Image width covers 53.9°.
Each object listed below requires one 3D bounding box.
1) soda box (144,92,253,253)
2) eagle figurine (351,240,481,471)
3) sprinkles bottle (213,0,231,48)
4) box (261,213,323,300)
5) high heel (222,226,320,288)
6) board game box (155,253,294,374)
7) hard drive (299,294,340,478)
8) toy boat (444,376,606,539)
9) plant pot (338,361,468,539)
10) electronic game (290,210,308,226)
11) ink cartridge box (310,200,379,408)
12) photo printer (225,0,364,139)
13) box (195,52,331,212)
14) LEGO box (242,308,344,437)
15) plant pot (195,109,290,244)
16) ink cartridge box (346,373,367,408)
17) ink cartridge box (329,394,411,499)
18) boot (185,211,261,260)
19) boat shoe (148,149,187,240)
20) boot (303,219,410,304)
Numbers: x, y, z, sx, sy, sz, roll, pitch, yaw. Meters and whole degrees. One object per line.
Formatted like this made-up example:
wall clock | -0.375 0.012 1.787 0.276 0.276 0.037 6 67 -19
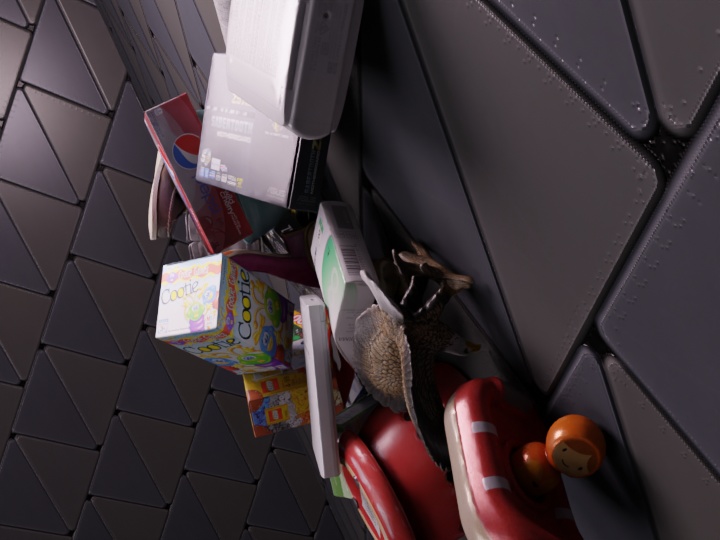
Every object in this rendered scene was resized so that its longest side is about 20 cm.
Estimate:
soda box | -0.218 -0.127 0.953 0.204 0.062 0.070 65 163 -10
eagle figurine | 0.058 0.088 0.743 0.147 0.205 0.151 20 -166 13
sprinkles bottle | -0.149 -0.331 0.880 0.069 0.067 0.203 50 159 37
box | -0.093 -0.006 1.197 0.200 0.043 0.161 47 162 15
high heel | -0.155 0.010 1.056 0.067 0.195 0.099 -160 51 -70
board game box | -0.186 0.069 1.008 0.200 0.102 0.106 42 -137 -57
hard drive | -0.053 0.139 0.895 0.132 0.026 0.207 -159 65 -81
toy boat | 0.160 0.176 0.629 0.129 0.130 0.203 29 -144 -31
plant pot | 0.076 0.245 0.889 0.203 0.179 0.202 57 164 27
electronic game | -0.145 -0.144 1.219 0.202 0.041 0.202 55 163 25
ink cartridge box | -0.035 0.043 0.883 0.163 0.049 0.204 -110 30 -50
photo printer | -0.074 -0.235 0.689 0.200 0.068 0.171 40 123 53
box | -0.115 -0.167 0.833 0.197 0.050 0.162 20 102 42
LEGO box | -0.120 0.158 1.150 0.201 0.145 0.079 -119 20 -56
plant pot | -0.150 -0.160 1.038 0.202 0.132 0.202 54 162 27
ink cartridge box | 0.020 0.155 1.075 0.045 0.092 0.201 58 163 14
ink cartridge box | 0.031 0.240 1.043 0.058 0.198 0.107 -10 97 42
boot | -0.237 -0.101 1.207 0.070 0.127 0.206 106 160 -76
boat shoe | -0.269 -0.117 1.018 0.203 0.058 0.073 -101 25 -48
boot | 0.000 0.000 0.962 0.178 0.065 0.199 62 162 -6
